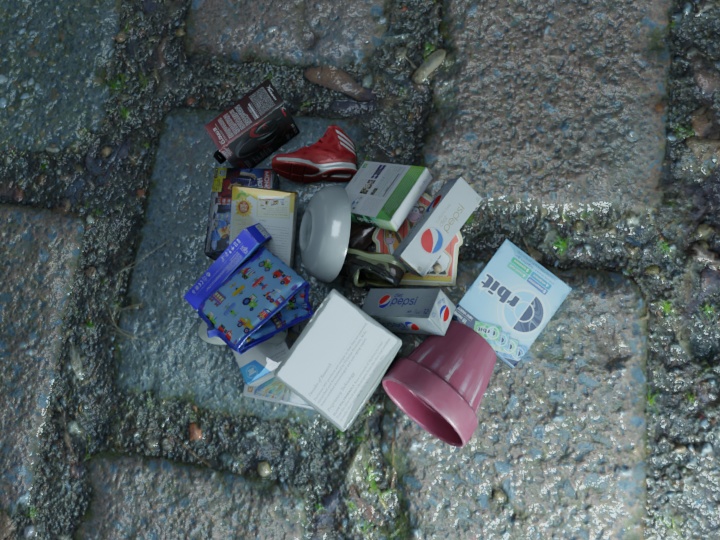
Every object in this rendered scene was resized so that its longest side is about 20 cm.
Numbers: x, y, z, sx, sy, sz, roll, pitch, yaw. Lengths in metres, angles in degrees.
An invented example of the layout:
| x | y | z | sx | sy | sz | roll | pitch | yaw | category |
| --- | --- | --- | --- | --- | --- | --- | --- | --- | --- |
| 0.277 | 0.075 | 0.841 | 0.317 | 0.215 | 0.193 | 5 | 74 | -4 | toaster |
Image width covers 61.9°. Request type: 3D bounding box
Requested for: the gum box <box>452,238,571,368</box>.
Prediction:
| x | y | z | sx | sy | sz | roll | pitch | yaw | category |
| --- | --- | --- | --- | --- | --- | --- | --- | --- | --- |
| 0.309 | 0.068 | 1.244 | 0.169 | 0.045 | 0.201 | 38 | 87 | 14 | gum box |

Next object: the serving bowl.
| x | y | z | sx | sy | sz | roll | pitch | yaw | category |
| --- | --- | --- | --- | --- | --- | --- | --- | --- | --- |
| -0.085 | -0.079 | 1.256 | 0.064 | 0.199 | 0.207 | 7 | 77 | -23 | serving bowl |

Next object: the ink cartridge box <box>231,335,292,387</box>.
| x | y | z | sx | sy | sz | roll | pitch | yaw | category |
| --- | --- | --- | --- | --- | --- | --- | --- | --- | --- |
| -0.223 | 0.128 | 1.282 | 0.114 | 0.068 | 0.204 | -27 | 74 | 2 | ink cartridge box |

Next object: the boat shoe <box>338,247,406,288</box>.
| x | y | z | sx | sy | sz | roll | pitch | yaw | category |
| --- | --- | --- | --- | --- | --- | --- | --- | --- | --- |
| 0.001 | 0.001 | 1.267 | 0.196 | 0.072 | 0.067 | 4 | 53 | 28 | boat shoe |

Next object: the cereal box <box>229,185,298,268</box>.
| x | y | z | sx | sy | sz | roll | pitch | yaw | category |
| --- | --- | --- | --- | --- | --- | --- | --- | --- | --- |
| -0.211 | -0.073 | 1.293 | 0.139 | 0.040 | 0.206 | 7 | 101 | 5 | cereal box |

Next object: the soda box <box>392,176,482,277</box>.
| x | y | z | sx | sy | sz | roll | pitch | yaw | category |
| --- | --- | --- | --- | --- | --- | --- | --- | --- | --- |
| 0.153 | -0.087 | 1.201 | 0.068 | 0.064 | 0.202 | 39 | 85 | -13 | soda box |

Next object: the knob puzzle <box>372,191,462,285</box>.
| x | y | z | sx | sy | sz | roll | pitch | yaw | category |
| --- | --- | --- | --- | --- | --- | --- | --- | --- | --- |
| 0.118 | -0.065 | 1.261 | 0.213 | 0.031 | 0.226 | 3 | 107 | 9 | knob puzzle |

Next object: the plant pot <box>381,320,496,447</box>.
| x | y | z | sx | sy | sz | roll | pitch | yaw | category |
| --- | --- | --- | --- | --- | --- | --- | --- | --- | --- |
| 0.168 | 0.208 | 1.172 | 0.198 | 0.201 | 0.180 | 36 | 70 | 14 | plant pot |

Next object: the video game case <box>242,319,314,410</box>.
| x | y | z | sx | sy | sz | roll | pitch | yaw | category |
| --- | --- | --- | --- | --- | --- | --- | --- | --- | --- |
| -0.146 | 0.196 | 1.300 | 0.194 | 0.022 | 0.188 | 8 | 80 | 10 | video game case |

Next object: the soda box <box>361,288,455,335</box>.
| x | y | z | sx | sy | sz | roll | pitch | yaw | category |
| --- | --- | --- | --- | --- | --- | --- | --- | --- | --- |
| 0.091 | 0.081 | 1.205 | 0.197 | 0.063 | 0.069 | -3 | 52 | 47 | soda box |

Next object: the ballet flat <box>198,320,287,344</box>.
| x | y | z | sx | sy | sz | roll | pitch | yaw | category |
| --- | --- | --- | --- | --- | --- | --- | --- | --- | --- |
| -0.245 | 0.115 | 1.219 | 0.194 | 0.069 | 0.072 | 2 | 78 | 9 | ballet flat |

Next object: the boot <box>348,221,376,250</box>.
| x | y | z | sx | sy | sz | roll | pitch | yaw | category |
| --- | --- | --- | --- | --- | --- | --- | --- | --- | --- |
| 0.060 | -0.090 | 1.309 | 0.198 | 0.064 | 0.188 | -38 | 70 | 0 | boot |

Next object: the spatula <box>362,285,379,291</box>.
| x | y | z | sx | sy | sz | roll | pitch | yaw | category |
| --- | --- | --- | --- | --- | --- | --- | --- | --- | --- |
| 0.076 | 0.053 | 1.288 | 0.195 | 0.056 | 0.021 | 15 | 112 | 18 | spatula |

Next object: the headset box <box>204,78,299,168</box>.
| x | y | z | sx | sy | sz | roll | pitch | yaw | category |
| --- | --- | --- | --- | --- | --- | --- | --- | --- | --- |
| -0.249 | -0.313 | 1.359 | 0.198 | 0.149 | 0.076 | -36 | 75 | -1 | headset box |

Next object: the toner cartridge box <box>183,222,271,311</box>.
| x | y | z | sx | sy | sz | roll | pitch | yaw | category |
| --- | --- | --- | --- | --- | --- | --- | --- | --- | --- |
| -0.274 | -0.008 | 1.244 | 0.043 | 0.095 | 0.200 | 45 | 104 | -1 | toner cartridge box |

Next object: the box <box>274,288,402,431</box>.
| x | y | z | sx | sy | sz | roll | pitch | yaw | category |
| --- | --- | --- | --- | --- | --- | --- | --- | --- | --- |
| -0.038 | 0.180 | 1.177 | 0.169 | 0.199 | 0.202 | 34 | 81 | 9 | box |

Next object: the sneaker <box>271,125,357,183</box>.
| x | y | z | sx | sy | sz | roll | pitch | yaw | category |
| --- | --- | --- | --- | --- | --- | --- | --- | --- | --- |
| -0.104 | -0.267 | 1.363 | 0.194 | 0.079 | 0.119 | 5 | 67 | -14 | sneaker |

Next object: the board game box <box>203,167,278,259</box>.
| x | y | z | sx | sy | sz | roll | pitch | yaw | category |
| --- | --- | --- | --- | --- | --- | --- | --- | --- | --- |
| -0.242 | -0.125 | 1.364 | 0.193 | 0.062 | 0.206 | 3 | 78 | 8 | board game box |

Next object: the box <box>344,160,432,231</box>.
| x | y | z | sx | sy | sz | roll | pitch | yaw | category |
| --- | --- | --- | --- | --- | --- | --- | --- | --- | --- |
| 0.041 | -0.161 | 1.268 | 0.198 | 0.036 | 0.146 | 17 | 66 | 49 | box |

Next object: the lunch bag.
| x | y | z | sx | sy | sz | roll | pitch | yaw | category |
| --- | --- | --- | --- | --- | --- | --- | --- | --- | --- |
| -0.214 | 0.068 | 1.169 | 0.198 | 0.096 | 0.149 | -34 | 50 | -28 | lunch bag |
